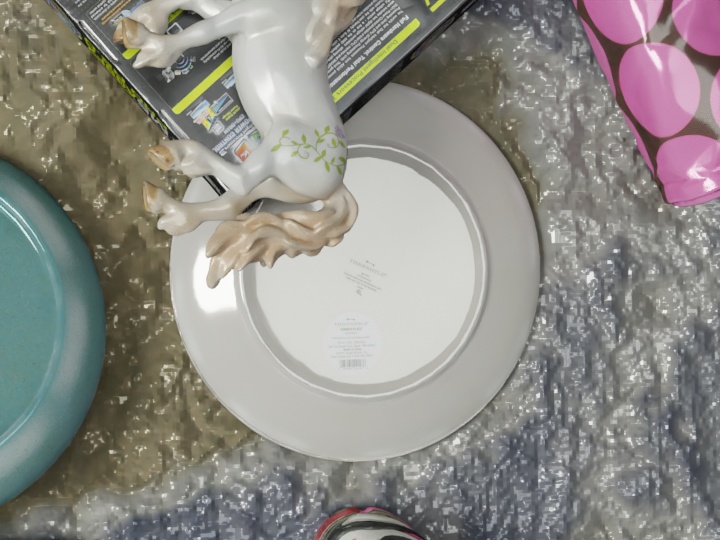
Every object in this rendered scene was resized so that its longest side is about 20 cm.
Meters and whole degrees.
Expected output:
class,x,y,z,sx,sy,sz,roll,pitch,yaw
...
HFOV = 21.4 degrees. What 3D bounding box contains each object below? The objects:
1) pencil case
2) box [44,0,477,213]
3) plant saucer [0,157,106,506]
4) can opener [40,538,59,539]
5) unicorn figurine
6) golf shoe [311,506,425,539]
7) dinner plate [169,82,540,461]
class,x,y,z,sx,sy,sz,roll,pitch,yaw
pencil case,0.164,-0.138,0.993,0.093,0.091,0.201,-24,97,-22
box,-0.041,-0.153,0.966,0.200,0.044,0.160,-43,89,-6
plant saucer,-0.224,0.026,0.932,0.198,0.027,0.202,3,75,-10
can opener,-0.200,0.150,0.956,0.199,0.067,0.054,24,109,0
unicorn figurine,-0.044,-0.101,0.909,0.136,0.074,0.202,-10,100,-14
golf shoe,0.059,0.199,0.974,0.199,0.092,0.073,37,84,-9
dinner plate,0.000,0.000,0.996,0.198,0.024,0.202,0,92,-9
